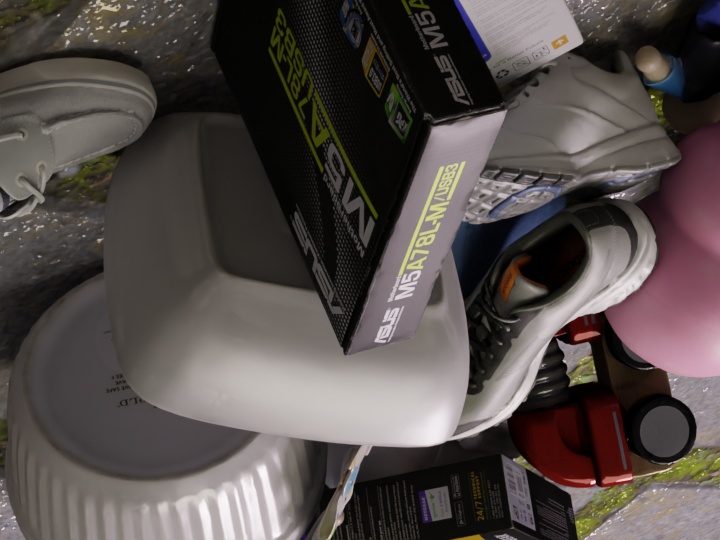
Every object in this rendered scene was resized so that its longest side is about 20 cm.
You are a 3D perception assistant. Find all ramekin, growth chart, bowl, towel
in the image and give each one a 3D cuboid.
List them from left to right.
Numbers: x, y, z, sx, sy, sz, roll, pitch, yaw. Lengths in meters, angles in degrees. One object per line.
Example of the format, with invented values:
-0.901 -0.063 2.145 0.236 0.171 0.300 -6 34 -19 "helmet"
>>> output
-0.119 0.089 1.243 0.198 0.201 0.106 -18 144 -12 "ramekin"
-0.033 -0.008 1.109 0.198 0.201 0.075 9 134 -18 "bowl"
0.004 0.103 1.245 0.201 0.018 0.145 -64 178 24 "growth chart"
0.045 -0.019 1.280 0.199 0.049 0.112 -35 153 -24 "towel"

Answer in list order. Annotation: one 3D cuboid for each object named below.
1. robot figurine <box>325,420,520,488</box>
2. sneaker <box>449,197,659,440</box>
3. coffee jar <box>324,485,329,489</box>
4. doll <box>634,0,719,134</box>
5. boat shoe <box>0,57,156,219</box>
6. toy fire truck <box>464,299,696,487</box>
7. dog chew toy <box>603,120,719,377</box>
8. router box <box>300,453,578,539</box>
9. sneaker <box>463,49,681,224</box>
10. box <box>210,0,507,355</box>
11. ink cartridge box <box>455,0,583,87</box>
0.035 0.113 1.495 0.168 0.114 0.199 -1 172 38 "robot figurine"
0.089 0.027 1.269 0.200 0.074 0.079 -47 152 22 "sneaker"
-0.035 0.180 1.587 0.199 0.086 0.104 6 137 -43 "coffee jar"
0.225 -0.146 1.259 0.136 0.049 0.200 -24 161 -22 "doll"
-0.193 -0.056 1.054 0.198 0.069 0.072 -9 150 -27 "boat shoe"
0.113 0.066 1.399 0.198 0.178 0.129 -12 -175 -5 "toy fire truck"
0.232 -0.034 1.291 0.124 0.125 0.201 4 123 -43 "dog chew toy"
0.053 0.179 1.429 0.156 0.053 0.200 -13 162 16 "router box"
0.105 -0.081 1.217 0.074 0.088 0.199 -24 172 41 "sneaker"
-0.009 -0.094 0.994 0.047 0.201 0.194 -12 152 -23 "box"
0.053 -0.155 1.118 0.094 0.037 0.200 -28 155 8 "ink cartridge box"
